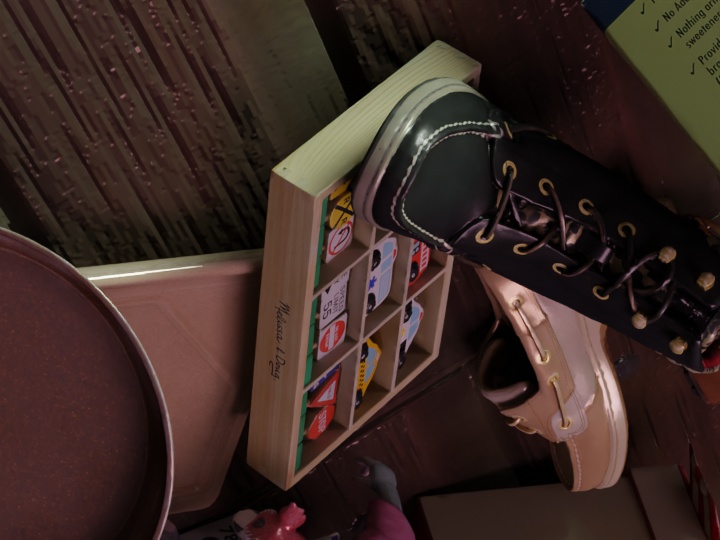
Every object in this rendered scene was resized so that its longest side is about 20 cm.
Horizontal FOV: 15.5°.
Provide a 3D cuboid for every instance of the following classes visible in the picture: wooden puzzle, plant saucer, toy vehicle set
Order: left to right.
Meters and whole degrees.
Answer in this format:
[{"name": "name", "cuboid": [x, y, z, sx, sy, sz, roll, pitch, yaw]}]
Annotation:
[{"name": "plant saucer", "cuboid": [-0.172, 0.068, 1.147, 0.200, 0.200, 0.034, -50, -179, 21]}, {"name": "wooden puzzle", "cuboid": [-0.131, 0.059, 1.260, 0.184, 0.037, 0.200, -6, 139, -32]}, {"name": "toy vehicle set", "cuboid": [0.000, 0.000, 1.251, 0.124, 0.026, 0.201, -40, 151, -36]}]

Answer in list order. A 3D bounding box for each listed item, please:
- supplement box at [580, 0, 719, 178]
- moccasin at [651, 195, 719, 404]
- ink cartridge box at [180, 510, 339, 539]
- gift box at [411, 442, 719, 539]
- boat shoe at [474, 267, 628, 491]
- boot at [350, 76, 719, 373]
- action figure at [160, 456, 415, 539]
[{"name": "supplement box", "cuboid": [0.241, -0.094, 1.112, 0.200, 0.200, 0.134, -43, 140, 13]}, {"name": "moccasin", "cuboid": [0.189, 0.015, 1.396, 0.077, 0.074, 0.201, -15, 146, 18]}, {"name": "ink cartridge box", "cuboid": [-0.108, 0.190, 1.413, 0.199, 0.039, 0.100, -17, 138, -18]}, {"name": "gift box", "cuboid": [0.126, 0.212, 1.498, 0.186, 0.201, 0.185, -3, 140, -12]}, {"name": "boat shoe", "cuboid": [0.092, 0.046, 1.380, 0.069, 0.074, 0.201, -23, 132, -10]}, {"name": "boot", "cuboid": [0.094, -0.017, 1.184, 0.074, 0.153, 0.203, -62, 158, 8]}, {"name": "action figure", "cuboid": [-0.025, 0.178, 1.320, 0.133, 0.149, 0.200, -22, 151, 2]}]
